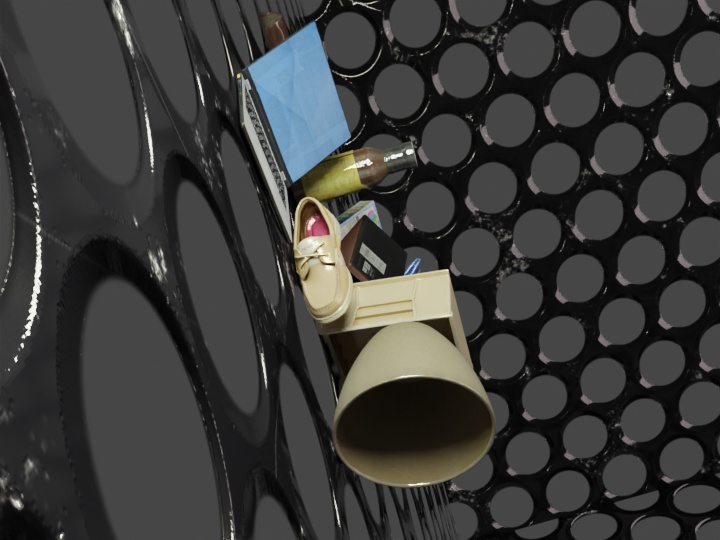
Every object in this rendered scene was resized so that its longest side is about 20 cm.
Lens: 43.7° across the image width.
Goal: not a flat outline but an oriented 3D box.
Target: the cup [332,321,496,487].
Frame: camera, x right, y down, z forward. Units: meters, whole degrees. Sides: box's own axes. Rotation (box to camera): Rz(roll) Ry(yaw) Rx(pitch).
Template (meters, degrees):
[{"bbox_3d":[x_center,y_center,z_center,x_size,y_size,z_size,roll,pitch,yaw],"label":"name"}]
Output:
[{"bbox_3d":[0.062,0.151,1.123,0.145,0.196,0.203,-93,167,-51],"label":"cup"}]

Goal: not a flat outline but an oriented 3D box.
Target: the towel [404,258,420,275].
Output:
[{"bbox_3d":[0.057,0.065,1.512,0.024,0.148,0.200,36,-12,12],"label":"towel"}]

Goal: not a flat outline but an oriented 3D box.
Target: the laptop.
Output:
[{"bbox_3d":[-0.077,-0.180,1.163,0.202,0.114,0.189,-101,173,-50],"label":"laptop"}]

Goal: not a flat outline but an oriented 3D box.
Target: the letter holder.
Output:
[{"bbox_3d":[-0.013,0.027,1.400,0.100,0.142,0.201,40,23,-11],"label":"letter holder"}]

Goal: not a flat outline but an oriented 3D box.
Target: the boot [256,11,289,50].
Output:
[{"bbox_3d":[-0.131,-0.393,1.642,0.187,0.063,0.203,-95,165,-61],"label":"boot"}]

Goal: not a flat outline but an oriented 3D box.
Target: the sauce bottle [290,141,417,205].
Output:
[{"bbox_3d":[-0.011,-0.150,1.371,0.065,0.196,0.066,-14,89,-85],"label":"sauce bottle"}]

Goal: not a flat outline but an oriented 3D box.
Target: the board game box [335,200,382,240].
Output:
[{"bbox_3d":[0.000,0.000,1.554,0.134,0.034,0.203,-36,118,-42],"label":"board game box"}]

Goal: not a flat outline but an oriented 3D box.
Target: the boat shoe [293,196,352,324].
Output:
[{"bbox_3d":[-0.059,-0.018,1.181,0.069,0.073,0.202,54,15,-41],"label":"boat shoe"}]

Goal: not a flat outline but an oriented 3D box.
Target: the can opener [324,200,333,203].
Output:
[{"bbox_3d":[-0.078,-0.189,1.620,0.067,0.052,0.202,71,6,-46],"label":"can opener"}]

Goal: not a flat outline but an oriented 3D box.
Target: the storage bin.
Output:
[{"bbox_3d":[0.052,0.115,1.258,0.095,0.194,0.202,-84,160,-48],"label":"storage bin"}]
